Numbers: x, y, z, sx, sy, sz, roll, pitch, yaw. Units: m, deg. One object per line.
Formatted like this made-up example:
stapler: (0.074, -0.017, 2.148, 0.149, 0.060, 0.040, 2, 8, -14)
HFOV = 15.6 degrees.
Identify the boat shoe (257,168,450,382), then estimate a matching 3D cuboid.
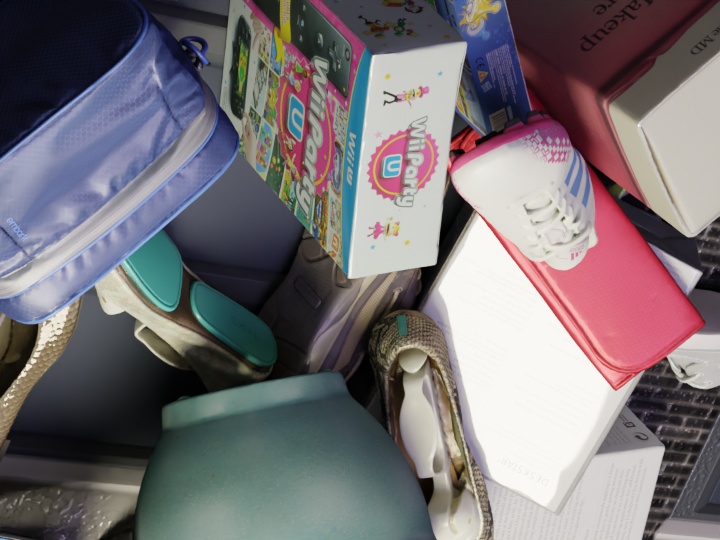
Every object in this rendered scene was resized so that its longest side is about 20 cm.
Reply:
boat shoe: (0.000, 0.000, 1.741, 0.073, 0.075, 0.200, 13, 120, -48)

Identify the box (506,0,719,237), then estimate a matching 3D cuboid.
box: (0.180, -0.135, 1.663, 0.128, 0.200, 0.109, -40, 132, -9)

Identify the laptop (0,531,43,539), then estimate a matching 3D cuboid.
laptop: (-0.249, 0.225, 1.672, 0.176, 0.103, 0.201, 13, 113, -10)

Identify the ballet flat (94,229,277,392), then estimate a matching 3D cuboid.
ballet flat: (-0.131, 0.020, 1.674, 0.062, 0.068, 0.200, -24, 131, 26)

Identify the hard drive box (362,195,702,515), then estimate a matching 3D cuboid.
hard drive box: (0.114, 0.038, 1.770, 0.155, 0.077, 0.201, 28, 108, -6)

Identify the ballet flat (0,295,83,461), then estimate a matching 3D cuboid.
ballet flat: (-0.227, 0.052, 1.636, 0.046, 0.067, 0.201, 0, 126, -48)

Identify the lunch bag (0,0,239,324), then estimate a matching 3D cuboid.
lunch bag: (-0.171, -0.077, 1.539, 0.200, 0.136, 0.133, -39, 131, -5)

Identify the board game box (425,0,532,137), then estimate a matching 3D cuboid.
board game box: (0.041, -0.191, 1.592, 0.034, 0.135, 0.201, -27, 130, -12)

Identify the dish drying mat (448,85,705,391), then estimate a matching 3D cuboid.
dish drying mat: (0.136, -0.020, 1.697, 0.077, 0.018, 0.200, -37, 101, 4)

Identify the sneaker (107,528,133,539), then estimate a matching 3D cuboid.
sneaker: (-0.117, 0.213, 1.795, 0.115, 0.076, 0.201, 35, 95, -39)

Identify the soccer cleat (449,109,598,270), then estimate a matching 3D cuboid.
soccer cleat: (0.109, -0.044, 1.579, 0.070, 0.087, 0.200, -26, 173, 14)

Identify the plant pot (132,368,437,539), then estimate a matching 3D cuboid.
plant pot: (-0.057, 0.139, 1.662, 0.199, 0.200, 0.135, -9, 84, -25)

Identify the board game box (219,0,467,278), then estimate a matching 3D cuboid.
board game box: (-0.015, -0.110, 1.566, 0.064, 0.200, 0.148, -9, 123, -25)

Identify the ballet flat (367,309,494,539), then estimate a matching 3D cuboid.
ballet flat: (0.044, 0.126, 1.724, 0.067, 0.075, 0.201, -12, 109, 3)

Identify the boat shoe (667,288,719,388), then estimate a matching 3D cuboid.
boat shoe: (0.262, 0.055, 1.931, 0.199, 0.072, 0.069, -2, 121, -40)

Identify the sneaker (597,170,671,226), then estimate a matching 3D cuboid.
sneaker: (0.180, 0.004, 1.818, 0.072, 0.083, 0.201, -19, 136, -62)

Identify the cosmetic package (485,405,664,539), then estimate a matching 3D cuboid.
cosmetic package: (0.112, 0.161, 1.900, 0.199, 0.071, 0.102, -5, 122, -28)
